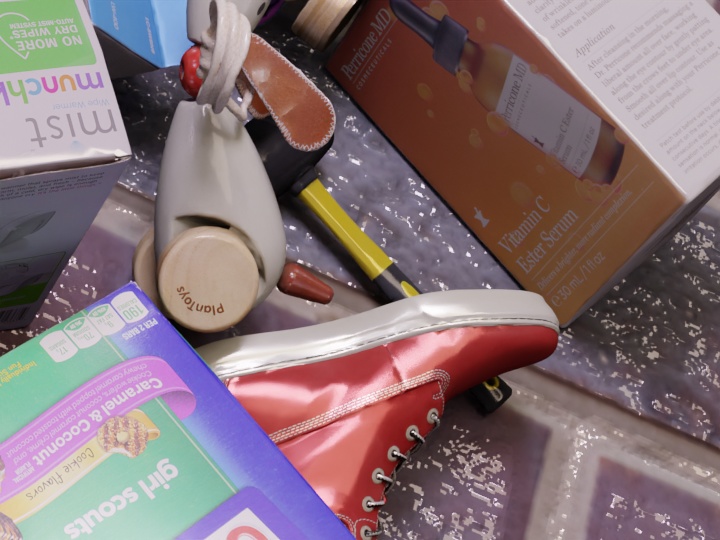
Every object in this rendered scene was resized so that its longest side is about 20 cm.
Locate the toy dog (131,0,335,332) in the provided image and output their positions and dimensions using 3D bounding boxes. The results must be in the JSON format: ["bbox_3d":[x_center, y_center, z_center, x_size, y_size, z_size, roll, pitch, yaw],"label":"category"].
[{"bbox_3d":[-0.048,-0.056,1.236,0.096,0.201,0.132,8,27,-15],"label":"toy dog"}]

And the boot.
[{"bbox_3d":[0.018,0.093,1.248,0.199,0.072,0.145,-14,69,-13],"label":"boot"}]

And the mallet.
[{"bbox_3d":[0.000,0.000,1.324,0.066,0.041,0.200,-33,83,-34],"label":"mallet"}]

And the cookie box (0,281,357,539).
[{"bbox_3d":[-0.112,0.129,1.138,0.171,0.075,0.200,-31,65,-27],"label":"cookie box"}]

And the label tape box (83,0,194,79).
[{"bbox_3d":[-0.172,-0.164,1.272,0.199,0.063,0.145,-12,66,-2],"label":"label tape box"}]

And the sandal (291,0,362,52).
[{"bbox_3d":[-0.002,-0.197,1.384,0.070,0.078,0.212,37,38,-1],"label":"sandal"}]

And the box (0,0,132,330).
[{"bbox_3d":[-0.229,-0.036,1.151,0.199,0.177,0.097,-8,67,-27],"label":"box"}]

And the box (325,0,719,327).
[{"bbox_3d":[0.103,-0.099,1.352,0.200,0.152,0.106,47,56,7],"label":"box"}]

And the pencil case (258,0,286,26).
[{"bbox_3d":[-0.082,-0.231,1.380,0.092,0.085,0.201,28,48,-49],"label":"pencil case"}]
